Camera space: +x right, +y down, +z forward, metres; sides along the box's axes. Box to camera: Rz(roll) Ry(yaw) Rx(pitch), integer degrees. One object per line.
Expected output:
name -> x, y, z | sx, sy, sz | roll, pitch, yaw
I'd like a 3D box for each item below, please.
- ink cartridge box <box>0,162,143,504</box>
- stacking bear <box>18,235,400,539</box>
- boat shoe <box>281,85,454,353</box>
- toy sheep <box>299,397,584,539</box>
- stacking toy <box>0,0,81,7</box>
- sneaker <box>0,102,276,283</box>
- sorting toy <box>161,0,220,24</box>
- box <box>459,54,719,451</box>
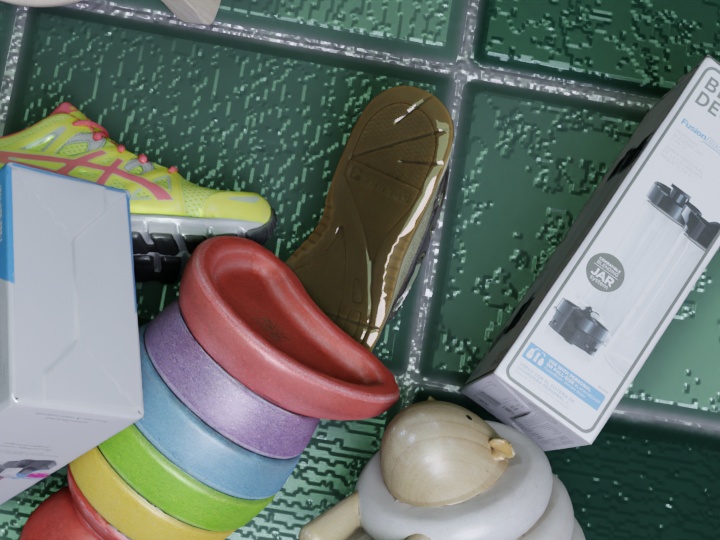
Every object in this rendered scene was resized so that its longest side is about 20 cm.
ink cartridge box -> -0.186, 0.045, 0.714 | 0.067, 0.200, 0.116 | 12, 61, -37
stacking bear -> -0.096, 0.096, 0.724 | 0.121, 0.114, 0.200 | 44, 106, 19
boat shoe -> 0.000, 0.000, 0.782 | 0.073, 0.065, 0.201 | 33, 98, 19
toy sheep -> 0.049, 0.152, 0.722 | 0.137, 0.138, 0.201 | -15, 119, -8
stacking toy -> -0.174, -0.235, 0.734 | 0.145, 0.200, 0.148 | 0, 77, -2
sneaker -> -0.142, -0.047, 0.774 | 0.198, 0.078, 0.091 | 5, 71, -8
sorting toy -> -0.072, -0.254, 0.743 | 0.069, 0.200, 0.200 | 12, 79, 20
box -> 0.139, -0.005, 0.772 | 0.060, 0.117, 0.201 | 34, 79, 1
